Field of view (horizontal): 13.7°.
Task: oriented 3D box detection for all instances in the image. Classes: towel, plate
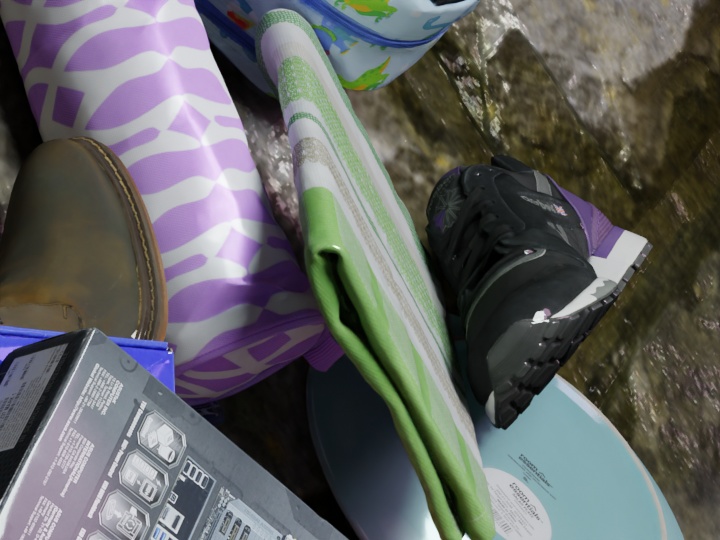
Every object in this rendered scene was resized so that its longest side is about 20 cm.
[{"bbox_3d":[0.000,0.000,1.139,0.200,0.031,0.149,-100,163,-60],"label":"towel"},{"bbox_3d":[0.066,0.086,1.224,0.200,0.026,0.200,29,34,-22],"label":"plate"}]

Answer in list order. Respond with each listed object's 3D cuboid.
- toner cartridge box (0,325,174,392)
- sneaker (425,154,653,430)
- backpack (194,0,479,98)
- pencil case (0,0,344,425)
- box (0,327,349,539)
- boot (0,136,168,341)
[{"bbox_3d":[-0.104,0.120,0.923,0.095,0.043,0.200,7,75,-39],"label":"toner cartridge box"},{"bbox_3d":[0.055,0.002,1.224,0.088,0.076,0.200,40,14,3],"label":"sneaker"},{"bbox_3d":[-0.033,-0.168,1.240,0.200,0.154,0.163,33,33,-3],"label":"backpack"},{"bbox_3d":[-0.072,-0.046,1.121,0.085,0.084,0.200,-15,77,-32],"label":"pencil case"},{"bbox_3d":[-0.076,0.142,0.878,0.158,0.051,0.200,41,56,-26],"label":"box"},{"bbox_3d":[-0.122,0.023,1.007,0.097,0.075,0.200,34,43,-41],"label":"boot"}]
